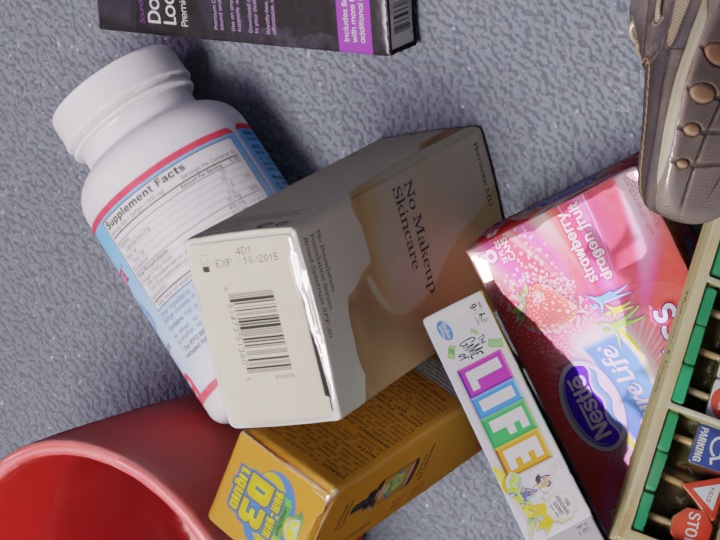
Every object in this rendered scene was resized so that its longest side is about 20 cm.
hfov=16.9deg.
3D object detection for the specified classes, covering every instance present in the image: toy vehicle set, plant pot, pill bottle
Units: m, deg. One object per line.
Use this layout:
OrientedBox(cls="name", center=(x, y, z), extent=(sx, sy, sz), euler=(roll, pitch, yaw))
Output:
OrientedBox(cls="toy vehicle set", center=(0.207, 0.055, 1.172), extent=(0.123, 0.027, 0.201), euler=(19, 81, -3))
OrientedBox(cls="plant pot", center=(-0.100, 0.162, 1.411), extent=(0.199, 0.177, 0.202), euler=(11, 113, 28))
OrientedBox(cls="pill bottle", center=(-0.088, -0.023, 1.373), extent=(0.109, 0.109, 0.201), euler=(-40, 78, 36))

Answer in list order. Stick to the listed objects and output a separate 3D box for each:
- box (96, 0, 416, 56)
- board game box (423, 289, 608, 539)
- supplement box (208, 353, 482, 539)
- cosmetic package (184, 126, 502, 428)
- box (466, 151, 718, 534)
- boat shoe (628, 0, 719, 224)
OrientedBox(cls="box", center=(-0.065, -0.198, 1.342), extent=(0.199, 0.036, 0.144), euler=(8, 112, 32))
OrientedBox(cls="board game box", center=(0.095, 0.112, 1.244), extent=(0.034, 0.200, 0.135), euler=(-26, 60, 3))
OrientedBox(cls="supplement box", center=(0.005, 0.090, 1.302), extent=(0.069, 0.200, 0.067), euler=(33, 122, 17))
OrientedBox(cls="cosmetic package", center=(0.000, 0.000, 1.273), extent=(0.071, 0.200, 0.106), euler=(-6, 106, 33))
OrientedBox(cls="box", center=(0.145, 0.051, 1.246), extent=(0.102, 0.095, 0.201), euler=(-25, 93, 14))
OrientedBox(cls="boat shoe", center=(0.171, -0.118, 1.171), extent=(0.073, 0.074, 0.201), euler=(4, 73, 57))
